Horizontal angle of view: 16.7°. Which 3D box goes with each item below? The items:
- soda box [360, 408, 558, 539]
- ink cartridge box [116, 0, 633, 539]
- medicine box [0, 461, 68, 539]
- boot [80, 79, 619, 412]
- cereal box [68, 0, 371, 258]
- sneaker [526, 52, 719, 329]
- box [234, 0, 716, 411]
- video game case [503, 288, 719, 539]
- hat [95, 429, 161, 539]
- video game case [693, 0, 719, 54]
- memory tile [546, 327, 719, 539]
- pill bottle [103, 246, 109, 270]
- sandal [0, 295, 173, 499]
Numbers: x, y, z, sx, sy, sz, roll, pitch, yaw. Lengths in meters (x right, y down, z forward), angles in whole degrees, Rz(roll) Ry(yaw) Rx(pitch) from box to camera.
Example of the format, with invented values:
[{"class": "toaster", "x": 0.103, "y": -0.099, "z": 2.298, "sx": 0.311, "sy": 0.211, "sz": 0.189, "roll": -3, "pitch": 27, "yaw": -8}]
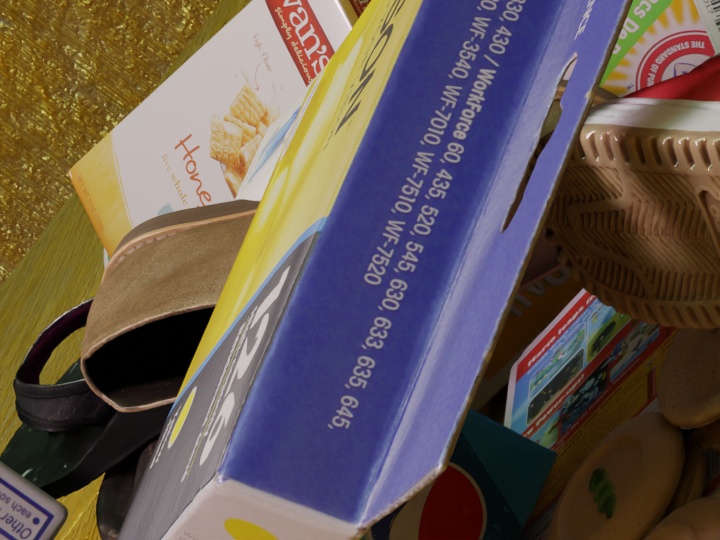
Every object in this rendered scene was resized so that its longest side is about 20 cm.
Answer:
[{"class": "soda box", "x": -0.003, "y": 0.073, "z": 0.767, "sx": 0.068, "sy": 0.064, "sz": 0.200, "roll": -64, "pitch": 8, "yaw": -8}, {"class": "ink cartridge box", "x": 0.001, "y": -0.008, "z": 0.617, "sx": 0.198, "sy": 0.047, "sz": 0.200, "roll": -67, "pitch": 6, "yaw": -29}, {"class": "medicine box", "x": -0.246, "y": 0.123, "z": 0.927, "sx": 0.200, "sy": 0.182, "sz": 0.103, "roll": -57, "pitch": 10, "yaw": -19}, {"class": "boot", "x": 0.000, "y": 0.000, "z": 0.788, "sx": 0.200, "sy": 0.074, "sz": 0.075, "roll": -20, "pitch": 19, "yaw": 20}, {"class": "cereal box", "x": -0.034, "y": -0.029, "z": 1.044, "sx": 0.039, "sy": 0.144, "sz": 0.200, "roll": -17, "pitch": -14, "yaw": -43}, {"class": "sneaker", "x": 0.135, "y": -0.028, "z": 0.540, "sx": 0.112, "sy": 0.071, "sz": 0.200, "roll": -32, "pitch": 24, "yaw": -24}, {"class": "box", "x": 0.058, "y": -0.058, "z": 0.845, "sx": 0.200, "sy": 0.112, "sz": 0.101, "roll": -47, "pitch": 12, "yaw": 30}, {"class": "video game case", "x": 0.087, "y": 0.033, "z": 0.696, "sx": 0.143, "sy": 0.017, "sz": 0.200, "roll": -49, "pitch": 13, "yaw": 25}, {"class": "hat", "x": -0.054, "y": 0.085, "z": 0.958, "sx": 0.201, "sy": 0.081, "sz": 0.201, "roll": -52, "pitch": 11, "yaw": 14}, {"class": "video game case", "x": 0.121, "y": -0.156, "z": 0.654, "sx": 0.036, "sy": 0.200, "sz": 0.181, "roll": -25, "pitch": 4, "yaw": -24}, {"class": "memory tile", "x": 0.074, "y": 0.083, "z": 0.544, "sx": 0.153, "sy": 0.017, "sz": 0.200, "roll": -51, "pitch": 18, "yaw": 12}, {"class": "pill bottle", "x": -0.034, "y": -0.035, "z": 1.159, "sx": 0.200, "sy": 0.113, "sz": 0.113, "roll": -39, "pitch": 18, "yaw": 52}, {"class": "sandal", "x": -0.090, "y": 0.032, "z": 0.943, "sx": 0.200, "sy": 0.048, "sz": 0.075, "roll": -30, "pitch": 30, "yaw": 47}]
